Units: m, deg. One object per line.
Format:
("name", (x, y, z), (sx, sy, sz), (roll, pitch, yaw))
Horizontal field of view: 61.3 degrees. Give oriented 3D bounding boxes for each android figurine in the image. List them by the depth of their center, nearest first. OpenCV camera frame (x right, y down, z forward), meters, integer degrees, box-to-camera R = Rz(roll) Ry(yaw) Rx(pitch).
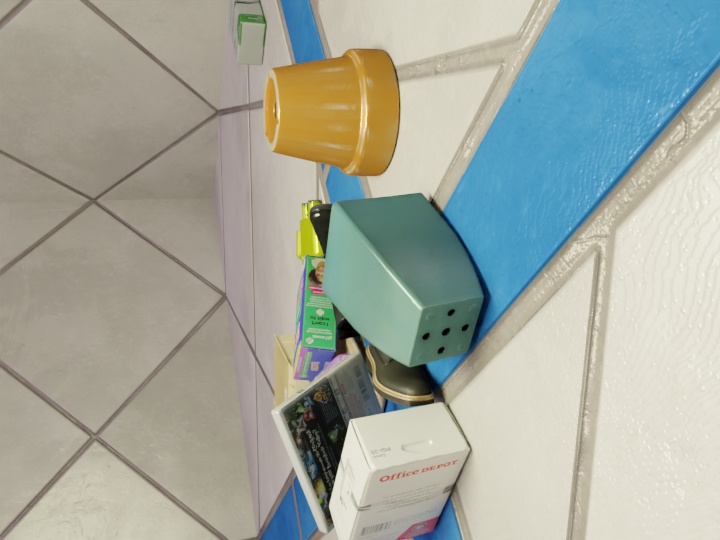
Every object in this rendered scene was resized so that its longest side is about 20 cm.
("android figurine", (-0.111, -0.056, 1.394), (0.182, 0.040, 0.204), (-174, 83, -71))

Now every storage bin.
("storage bin", (-0.149, 0.278, 1.482), (0.198, 0.092, 0.204), (-138, 48, -63))

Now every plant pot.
("plant pot", (0.057, 0.017, 0.775), (0.201, 0.139, 0.143), (53, 143, 45))
("plant pot", (-0.057, -0.254, 0.981), (0.200, 0.180, 0.204), (176, 90, -71))

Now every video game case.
("video game case", (-0.030, 0.256, 0.929), (0.023, 0.181, 0.203), (-9, 105, 46))

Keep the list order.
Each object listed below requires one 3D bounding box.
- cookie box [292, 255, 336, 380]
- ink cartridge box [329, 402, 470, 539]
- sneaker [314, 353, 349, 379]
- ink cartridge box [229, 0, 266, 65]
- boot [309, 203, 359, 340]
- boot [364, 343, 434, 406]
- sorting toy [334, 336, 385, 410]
("cookie box", (-0.093, 0.101, 1.241), (0.172, 0.074, 0.203), (110, 162, -58))
("ink cartridge box", (0.047, 0.283, 0.827), (0.083, 0.144, 0.202), (-120, 33, -45))
("sneaker", (-0.051, 0.210, 1.118), (0.202, 0.079, 0.089), (106, 157, -44))
("ink cartridge box", (-0.359, -0.772, 1.921), (0.148, 0.082, 0.202), (110, 149, -50))
("boot", (-0.042, 0.004, 1.090), (0.165, 0.065, 0.203), (60, -158, -60))
("boot", (0.055, 0.100, 0.893), (0.200, 0.076, 0.141), (-144, 58, -65))
("sorting toy", (-0.006, 0.232, 1.155), (0.201, 0.036, 0.188), (-124, 35, -48))
